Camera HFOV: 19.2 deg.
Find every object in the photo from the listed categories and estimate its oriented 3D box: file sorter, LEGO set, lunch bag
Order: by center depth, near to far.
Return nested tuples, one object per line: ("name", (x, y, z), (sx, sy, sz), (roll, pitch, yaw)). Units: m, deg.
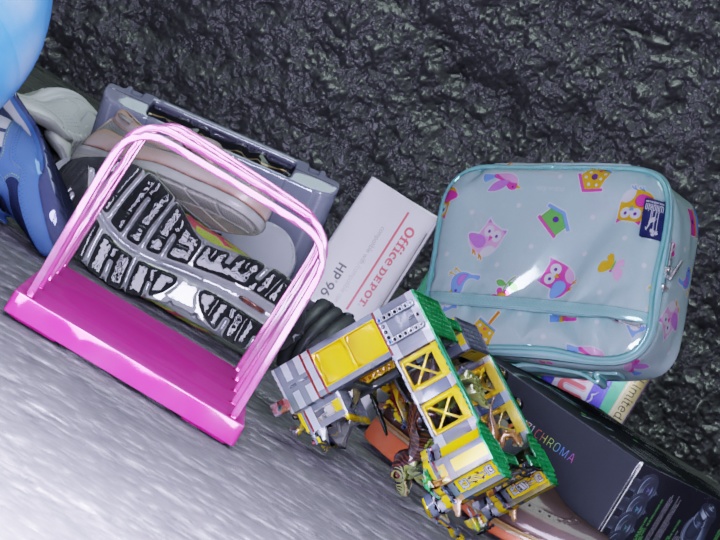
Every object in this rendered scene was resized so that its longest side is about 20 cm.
("file sorter", (-0.098, -0.005, 1.197), (0.139, 0.126, 0.200), (32, 3, -5))
("LEGO set", (0.027, 0.099, 1.284), (0.154, 0.116, 0.200), (62, 12, 7))
("lunch bag", (0.149, 0.004, 1.584), (0.199, 0.161, 0.077), (3, -19, 29))

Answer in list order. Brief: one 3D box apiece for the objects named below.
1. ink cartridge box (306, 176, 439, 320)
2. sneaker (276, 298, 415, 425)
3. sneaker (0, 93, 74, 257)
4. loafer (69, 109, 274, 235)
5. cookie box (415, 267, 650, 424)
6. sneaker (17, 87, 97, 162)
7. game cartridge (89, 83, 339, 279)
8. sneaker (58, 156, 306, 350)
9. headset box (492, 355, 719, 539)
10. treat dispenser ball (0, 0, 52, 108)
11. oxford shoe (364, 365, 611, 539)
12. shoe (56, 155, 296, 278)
("ink cartridge box", (0.000, 0.000, 1.717), (0.068, 0.116, 0.200), (32, -15, 0))
("sneaker", (0.003, 0.064, 1.598), (0.099, 0.071, 0.200), (37, 9, 16))
("sneaker", (-0.250, -0.074, 1.422), (0.200, 0.082, 0.074), (54, -13, 33))
("loafer", (-0.130, -0.077, 1.515), (0.200, 0.063, 0.072), (16, -22, 44))
("cookie box", (0.128, 0.076, 1.744), (0.199, 0.172, 0.075), (32, 6, 7))
("sneaker", (-0.270, -0.108, 1.803), (0.099, 0.078, 0.200), (41, 16, 29))
("game cartridge", (-0.128, -0.056, 1.698), (0.199, 0.134, 0.041), (23, 41, 0))
("sneaker", (-0.132, -0.005, 1.486), (0.200, 0.078, 0.090), (37, -6, -4))
("headset box", (0.160, 0.153, 1.531), (0.174, 0.093, 0.200), (34, 4, 39))
("treat dispenser ball", (-0.292, -0.177, 1.330), (0.200, 0.201, 0.201), (31, 3, -2))
("oxford shoe", (0.095, 0.132, 1.405), (0.200, 0.073, 0.071), (33, 3, 23))
("shoe", (-0.150, -0.024, 1.634), (0.199, 0.072, 0.091), (19, -19, -6))
